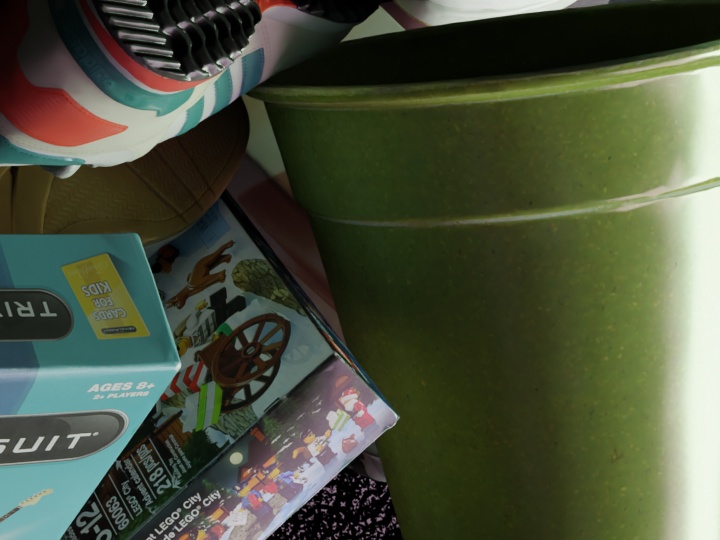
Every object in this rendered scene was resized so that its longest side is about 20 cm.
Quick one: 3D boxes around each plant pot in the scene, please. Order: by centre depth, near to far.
[{"bbox_3d":[0.067,0.013,0.829,0.199,0.191,0.200,-7,-168,1],"label":"plant pot"}]

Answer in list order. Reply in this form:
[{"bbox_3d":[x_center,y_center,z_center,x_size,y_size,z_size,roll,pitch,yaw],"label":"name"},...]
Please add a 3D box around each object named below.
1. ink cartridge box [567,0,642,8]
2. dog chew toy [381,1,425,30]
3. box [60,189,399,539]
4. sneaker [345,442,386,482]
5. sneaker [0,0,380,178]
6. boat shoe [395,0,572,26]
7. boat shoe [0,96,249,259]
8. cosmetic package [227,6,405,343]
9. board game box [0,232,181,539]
[{"bbox_3d":[0.184,-0.119,1.140,0.086,0.146,0.200,-41,172,-33],"label":"ink cartridge box"},{"bbox_3d":[0.026,-0.071,1.148,0.125,0.124,0.200,-47,166,-6],"label":"dog chew toy"},{"bbox_3d":[-0.082,0.037,0.803,0.136,0.038,0.200,-42,-146,1],"label":"box"},{"bbox_3d":[0.012,0.065,1.075,0.079,0.074,0.200,-23,162,18],"label":"sneaker"},{"bbox_3d":[-0.065,-0.077,0.738,0.093,0.071,0.200,-30,-176,24],"label":"sneaker"},{"bbox_3d":[0.097,-0.165,0.971,0.199,0.071,0.069,-28,157,-21],"label":"boat shoe"},{"bbox_3d":[-0.113,-0.012,0.769,0.069,0.071,0.200,-37,-176,46],"label":"boat shoe"},{"bbox_3d":[0.014,-0.016,0.970,0.103,0.200,0.087,-45,177,-31],"label":"cosmetic package"},{"bbox_3d":[-0.159,0.066,0.659,0.150,0.047,0.200,-1,145,-34],"label":"board game box"}]
